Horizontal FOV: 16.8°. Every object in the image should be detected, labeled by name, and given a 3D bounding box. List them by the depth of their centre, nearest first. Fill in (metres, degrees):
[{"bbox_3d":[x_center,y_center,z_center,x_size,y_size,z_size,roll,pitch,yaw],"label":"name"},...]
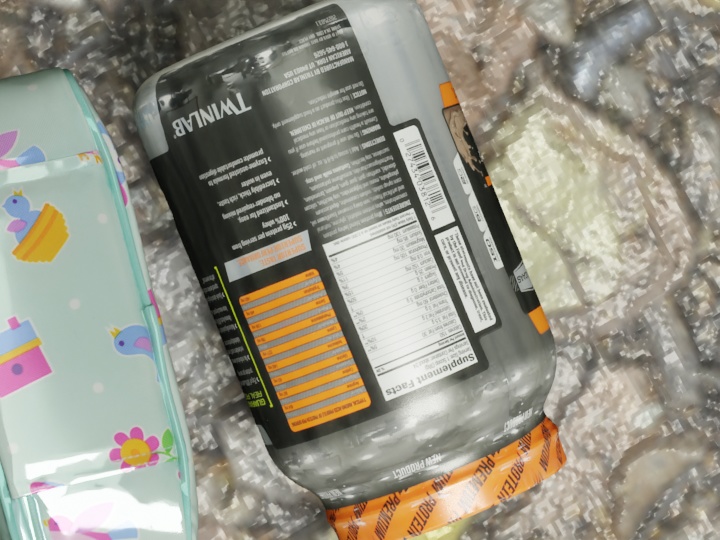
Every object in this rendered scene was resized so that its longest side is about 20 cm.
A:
[{"bbox_3d":[-0.122,0.036,0.913,0.077,0.160,0.200,-13,83,-16],"label":"lunch bag"},{"bbox_3d":[0.000,0.000,0.954,0.122,0.123,0.200,-22,92,-11],"label":"supplement tub"}]
